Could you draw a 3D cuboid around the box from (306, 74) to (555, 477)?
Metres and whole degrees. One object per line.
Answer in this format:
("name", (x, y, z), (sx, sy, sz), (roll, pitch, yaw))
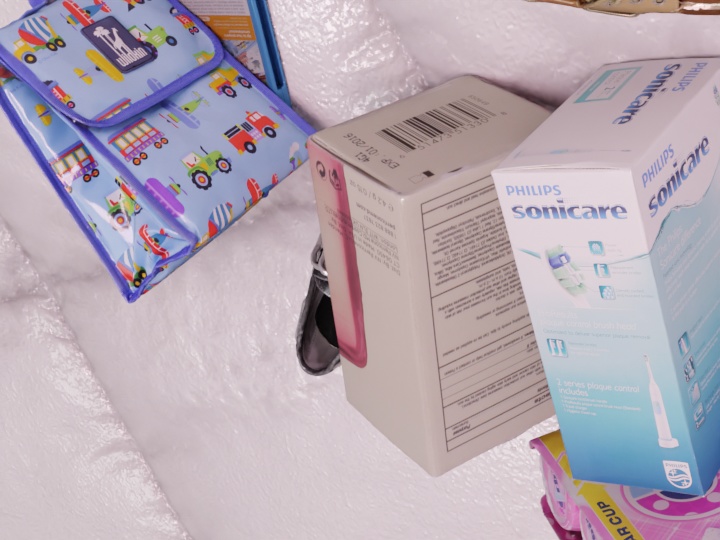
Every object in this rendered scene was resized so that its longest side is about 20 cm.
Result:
("box", (0.057, 0.001, 0.856), (0.109, 0.128, 0.201), (36, 141, 48))

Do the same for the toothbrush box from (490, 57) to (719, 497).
("toothbrush box", (0.163, 0.000, 0.778), (0.085, 0.146, 0.200), (2, 122, 36))

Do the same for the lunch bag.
("lunch bag", (-0.149, -0.108, 0.914), (0.200, 0.151, 0.094), (50, 136, -4))

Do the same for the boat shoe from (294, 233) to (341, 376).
("boat shoe", (-0.002, -0.002, 0.962), (0.074, 0.068, 0.200), (39, 136, 8))

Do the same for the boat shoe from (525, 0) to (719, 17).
("boat shoe", (0.139, -0.164, 0.731), (0.200, 0.074, 0.076), (12, 127, 32))

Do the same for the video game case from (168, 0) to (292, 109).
("video game case", (-0.122, -0.174, 0.969), (0.143, 0.018, 0.201), (7, 124, 34))

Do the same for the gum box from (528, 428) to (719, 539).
("gum box", (0.188, 0.149, 0.826), (0.200, 0.113, 0.066), (-123, 17, -63))
